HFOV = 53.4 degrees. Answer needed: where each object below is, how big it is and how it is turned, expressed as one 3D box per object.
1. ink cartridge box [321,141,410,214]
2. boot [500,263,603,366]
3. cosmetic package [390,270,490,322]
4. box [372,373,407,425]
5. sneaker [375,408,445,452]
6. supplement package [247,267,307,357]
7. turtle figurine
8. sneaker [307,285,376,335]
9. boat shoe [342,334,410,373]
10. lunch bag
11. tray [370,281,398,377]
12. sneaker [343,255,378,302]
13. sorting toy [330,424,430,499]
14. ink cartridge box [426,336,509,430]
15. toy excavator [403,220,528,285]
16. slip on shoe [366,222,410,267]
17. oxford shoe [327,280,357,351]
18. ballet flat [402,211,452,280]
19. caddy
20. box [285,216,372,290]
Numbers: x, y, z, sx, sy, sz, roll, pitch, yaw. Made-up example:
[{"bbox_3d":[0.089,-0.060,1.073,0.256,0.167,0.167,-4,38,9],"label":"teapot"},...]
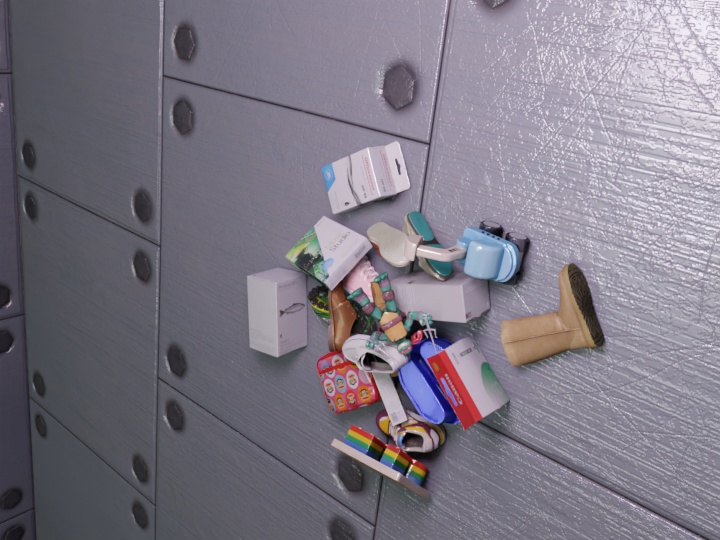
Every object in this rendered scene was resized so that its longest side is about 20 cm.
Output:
[{"bbox_3d":[0.010,-0.214,1.648,0.198,0.066,0.118,-16,89,43],"label":"ink cartridge box"},{"bbox_3d":[0.360,0.093,1.415,0.198,0.066,0.178,-18,88,44],"label":"boot"},{"bbox_3d":[0.170,0.054,1.545,0.198,0.106,0.092,-3,103,40],"label":"cosmetic package"},{"bbox_3d":[0.057,0.261,1.675,0.041,0.039,0.203,-23,86,4],"label":"box"},{"bbox_3d":[0.100,0.380,1.700,0.198,0.089,0.076,4,104,40],"label":"sneaker"},{"bbox_3d":[-0.220,0.108,1.900,0.116,0.116,0.204,12,109,39],"label":"supplement package"},{"bbox_3d":[0.065,0.113,1.499,0.202,0.149,0.101,57,171,-3],"label":"turtle figurine"},{"bbox_3d":[-0.040,0.112,1.784,0.199,0.078,0.086,33,157,24],"label":"sneaker"},{"bbox_3d":[0.021,0.195,1.594,0.198,0.066,0.073,6,123,44],"label":"boat shoe"},{"bbox_3d":[-0.019,0.253,1.786,0.199,0.081,0.179,-27,78,45],"label":"lunch bag"},{"bbox_3d":[0.060,0.132,1.630,0.099,0.036,0.203,-106,5,-59],"label":"tray"},{"bbox_3d":[0.000,0.000,1.704,0.199,0.075,0.106,27,123,39],"label":"sneaker"},{"bbox_3d":[0.061,0.451,1.704,0.198,0.199,0.070,18,72,35],"label":"sorting toy"},{"bbox_3d":[0.224,0.226,1.477,0.050,0.199,0.163,-34,77,22],"label":"ink cartridge box"},{"bbox_3d":[0.210,-0.035,1.424,0.193,0.199,0.101,27,117,33],"label":"toy excavator"},{"bbox_3d":[0.072,-0.050,1.595,0.062,0.074,0.200,60,173,-27],"label":"slip on shoe"},{"bbox_3d":[-0.042,0.090,1.696,0.070,0.071,0.204,-2,97,8],"label":"oxford shoe"},{"bbox_3d":[0.144,-0.043,1.558,0.063,0.066,0.202,115,144,-43],"label":"ballet flat"},{"bbox_3d":[0.176,0.246,1.594,0.141,0.105,0.201,-38,73,16],"label":"caddy"},{"bbox_3d":[-0.078,-0.045,1.694,0.199,0.145,0.036,28,161,53],"label":"box"}]
